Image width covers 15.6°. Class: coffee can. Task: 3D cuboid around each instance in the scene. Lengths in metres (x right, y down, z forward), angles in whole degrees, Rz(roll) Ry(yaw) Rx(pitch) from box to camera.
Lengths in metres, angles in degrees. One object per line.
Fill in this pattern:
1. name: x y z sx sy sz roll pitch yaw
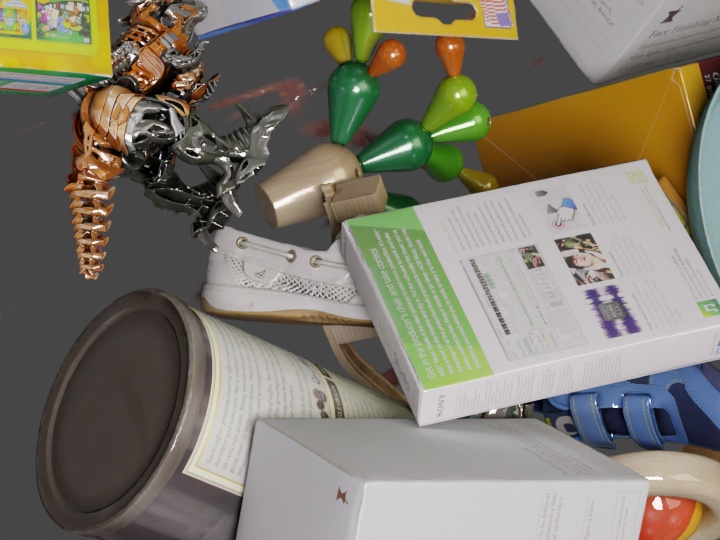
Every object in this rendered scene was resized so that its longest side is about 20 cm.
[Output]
1. coffee can: -0.069 0.114 1.554 0.199 0.146 0.147 26 66 -35

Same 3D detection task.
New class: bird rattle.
1. bird rattle: 0.172 0.154 1.761 0.200 0.162 0.113 40 40 -40

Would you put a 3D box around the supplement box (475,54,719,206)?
1. supplement box: 0.225 -0.074 1.813 0.199 0.197 0.134 -17 93 -43

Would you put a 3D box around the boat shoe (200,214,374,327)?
1. boat shoe: 0.000 0.000 1.612 0.071 0.199 0.070 25 69 -79

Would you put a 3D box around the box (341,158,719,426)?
1. box: 0.103 0.010 1.550 0.199 0.036 0.145 -10 48 -15

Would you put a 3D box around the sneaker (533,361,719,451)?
1. sneaker: 0.171 0.087 1.752 0.082 0.199 0.074 -48 136 -27

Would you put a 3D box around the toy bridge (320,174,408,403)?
1. toy bridge: 0.010 0.029 1.687 0.027 0.067 0.201 -74 147 -57

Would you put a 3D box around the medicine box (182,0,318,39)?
1. medicine box: -0.036 -0.267 1.683 0.199 0.103 0.183 -25 98 -41

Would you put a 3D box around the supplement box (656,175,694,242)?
1. supplement box: 0.127 0.014 1.701 0.069 0.199 0.067 56 32 -13

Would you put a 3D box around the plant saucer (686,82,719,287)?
1. plant saucer: 0.268 -0.041 1.685 0.199 0.036 0.201 9 76 -43

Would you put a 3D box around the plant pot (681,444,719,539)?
1. plant pot: 0.365 0.153 1.893 0.186 0.199 0.188 8 77 -41

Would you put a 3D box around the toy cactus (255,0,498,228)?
1. toy cactus: 0.006 -0.079 1.701 0.164 0.102 0.201 -25 120 -18

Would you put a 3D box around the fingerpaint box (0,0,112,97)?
1. fingerpaint box: -0.246 -0.192 1.504 0.199 0.073 0.168 1 82 -41

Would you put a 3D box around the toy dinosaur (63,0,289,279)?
1. toy dinosaur: -0.128 -0.080 1.592 0.135 0.102 0.201 25 78 -9

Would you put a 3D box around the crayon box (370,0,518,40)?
1. crayon box: 0.027 -0.238 1.630 0.125 0.051 0.201 -1 82 -41

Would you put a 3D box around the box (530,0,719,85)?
1. box: 0.203 -0.256 1.823 0.198 0.131 0.200 -17 64 -41

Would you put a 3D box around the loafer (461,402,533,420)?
1. loafer: 0.074 0.134 1.604 0.063 0.072 0.201 19 97 -5

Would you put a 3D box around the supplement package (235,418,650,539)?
1. supplement package: 0.043 0.153 1.478 0.199 0.117 0.118 3 104 -34
